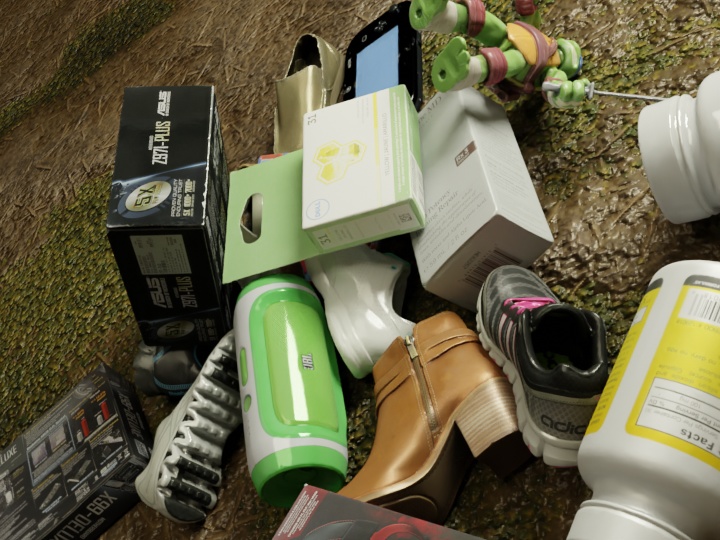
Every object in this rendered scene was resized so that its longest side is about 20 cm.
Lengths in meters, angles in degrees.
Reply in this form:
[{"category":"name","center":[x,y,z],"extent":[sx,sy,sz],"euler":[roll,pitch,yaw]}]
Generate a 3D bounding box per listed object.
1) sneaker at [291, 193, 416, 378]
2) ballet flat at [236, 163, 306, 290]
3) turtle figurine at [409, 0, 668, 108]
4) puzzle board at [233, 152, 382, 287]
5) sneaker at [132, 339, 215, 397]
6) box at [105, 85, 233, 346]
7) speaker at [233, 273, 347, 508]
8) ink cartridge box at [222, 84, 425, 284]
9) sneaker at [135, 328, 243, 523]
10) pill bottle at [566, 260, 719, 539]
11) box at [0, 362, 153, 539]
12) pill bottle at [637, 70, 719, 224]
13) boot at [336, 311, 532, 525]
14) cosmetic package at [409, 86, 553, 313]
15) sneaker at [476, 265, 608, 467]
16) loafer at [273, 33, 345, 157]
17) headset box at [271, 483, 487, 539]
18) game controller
[{"category":"sneaker","center":[0.000,0.000,0.995],"extent":[0.088,0.075,0.200],"euler":[-26,60,5]},{"category":"ballet flat","center":[-0.098,-0.024,1.069],"extent":[0.068,0.072,0.200],"euler":[-24,57,31]},{"category":"turtle figurine","center":[0.157,-0.216,0.948],"extent":[0.200,0.194,0.144],"euler":[13,104,54]},{"category":"puzzle board","center":[-0.053,-0.056,1.105],"extent":[0.200,0.017,0.151],"euler":[0,73,41]},{"category":"sneaker","center":[-0.164,0.042,1.118],"extent":[0.082,0.073,0.200],"euler":[2,62,23]},{"category":"box","center":[-0.172,-0.047,1.015],"extent":[0.086,0.200,0.164],"euler":[-1,57,0]},{"category":"speaker","center":[-0.063,0.101,0.939],"extent":[0.088,0.088,0.200],"euler":[-28,48,19]},{"category":"ink cartridge box","center":[-0.042,-0.079,0.979],"extent":[0.200,0.048,0.146],"euler":[-14,50,16]},{"category":"sneaker","center":[-0.149,0.136,1.013],"extent":[0.081,0.075,0.200],"euler":[-2,54,51]},{"category":"pill bottle","center":[0.207,0.103,0.693],"extent":[0.111,0.111,0.200],"euler":[8,61,45]},{"category":"box","center":[-0.303,0.212,1.091],"extent":[0.200,0.050,0.158],"euler":[-42,38,3]},{"category":"pill bottle","center":[0.314,-0.103,0.782],"extent":[0.200,0.113,0.114],"euler":[-15,47,31]},{"category":"boot","center":[0.029,0.125,0.855],"extent":[0.200,0.077,0.155],"euler":[-37,40,7]},{"category":"cosmetic package","center":[0.093,-0.071,0.960],"extent":[0.102,0.074,0.200],"euler":[-46,36,28]},{"category":"sneaker","center":[0.139,0.047,0.797],"extent":[0.074,0.088,0.200],"euler":[2,36,-10]},{"category":"loafer","center":[-0.067,-0.191,1.228],"extent":[0.076,0.067,0.200],"euler":[-18,46,29]},{"category":"headset box","center":[0.001,0.234,0.696],"extent":[0.200,0.075,0.149],"euler":[9,51,37]},{"category":"game controller","center":[0.023,-0.217,1.194],"extent":[0.104,0.042,0.200],"euler":[-22,43,25]}]
